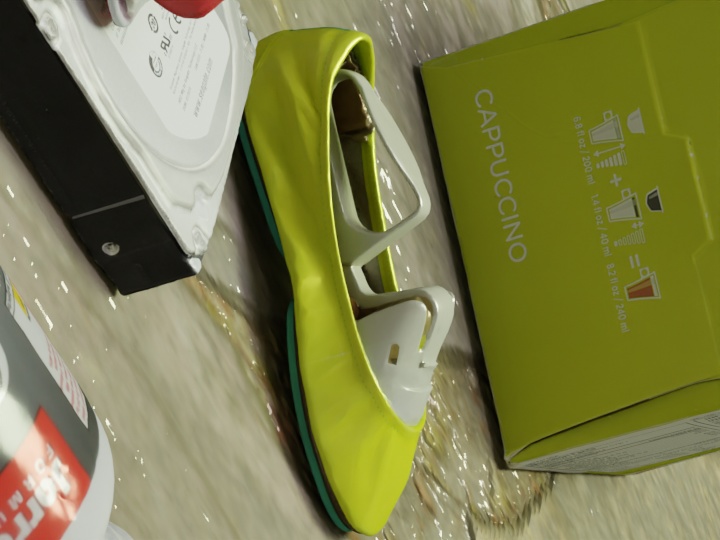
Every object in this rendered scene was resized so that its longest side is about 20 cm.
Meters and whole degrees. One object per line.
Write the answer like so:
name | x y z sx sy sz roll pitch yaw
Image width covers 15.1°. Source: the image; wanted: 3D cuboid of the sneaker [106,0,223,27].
sneaker | -0.080 -0.137 0.850 0.200 0.071 0.113 -7 77 -70

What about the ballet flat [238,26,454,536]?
ballet flat | 0.000 0.000 1.053 0.067 0.067 0.201 5 71 -68

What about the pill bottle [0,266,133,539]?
pill bottle | -0.129 0.037 0.650 0.200 0.115 0.116 60 26 -31

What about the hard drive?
hard drive | -0.101 -0.109 0.925 0.200 0.038 0.140 59 26 -32

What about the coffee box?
coffee box | 0.169 -0.022 1.299 0.198 0.199 0.201 11 65 -65
